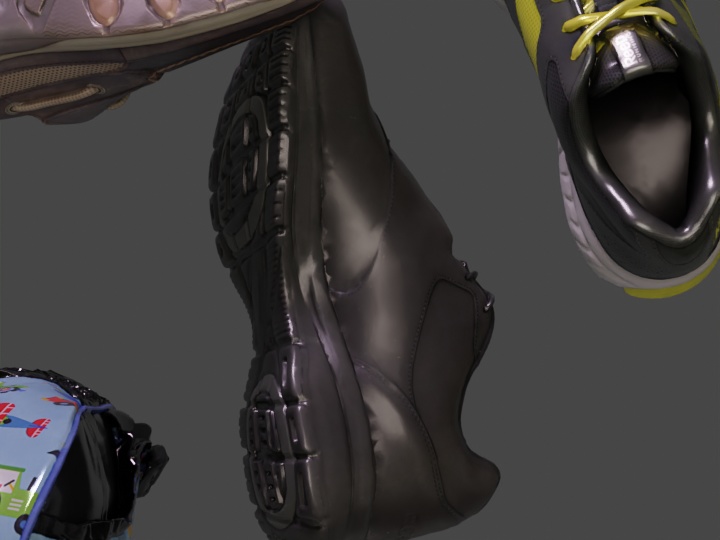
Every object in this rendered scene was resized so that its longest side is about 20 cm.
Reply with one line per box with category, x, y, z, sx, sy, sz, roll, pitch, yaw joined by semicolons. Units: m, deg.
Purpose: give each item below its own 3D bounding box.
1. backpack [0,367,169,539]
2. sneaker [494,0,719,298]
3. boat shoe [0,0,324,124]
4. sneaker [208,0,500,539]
backpack;-0.148;0.111;0.848;0.134;0.200;0.183;18;87;-2
sneaker;0.088;-0.090;0.927;0.074;0.085;0.201;-21;88;-4
boat shoe;-0.103;-0.092;0.919;0.199;0.073;0.075;-7;67;9
sneaker;0.000;0.000;0.932;0.090;0.076;0.201;-3;83;-22
